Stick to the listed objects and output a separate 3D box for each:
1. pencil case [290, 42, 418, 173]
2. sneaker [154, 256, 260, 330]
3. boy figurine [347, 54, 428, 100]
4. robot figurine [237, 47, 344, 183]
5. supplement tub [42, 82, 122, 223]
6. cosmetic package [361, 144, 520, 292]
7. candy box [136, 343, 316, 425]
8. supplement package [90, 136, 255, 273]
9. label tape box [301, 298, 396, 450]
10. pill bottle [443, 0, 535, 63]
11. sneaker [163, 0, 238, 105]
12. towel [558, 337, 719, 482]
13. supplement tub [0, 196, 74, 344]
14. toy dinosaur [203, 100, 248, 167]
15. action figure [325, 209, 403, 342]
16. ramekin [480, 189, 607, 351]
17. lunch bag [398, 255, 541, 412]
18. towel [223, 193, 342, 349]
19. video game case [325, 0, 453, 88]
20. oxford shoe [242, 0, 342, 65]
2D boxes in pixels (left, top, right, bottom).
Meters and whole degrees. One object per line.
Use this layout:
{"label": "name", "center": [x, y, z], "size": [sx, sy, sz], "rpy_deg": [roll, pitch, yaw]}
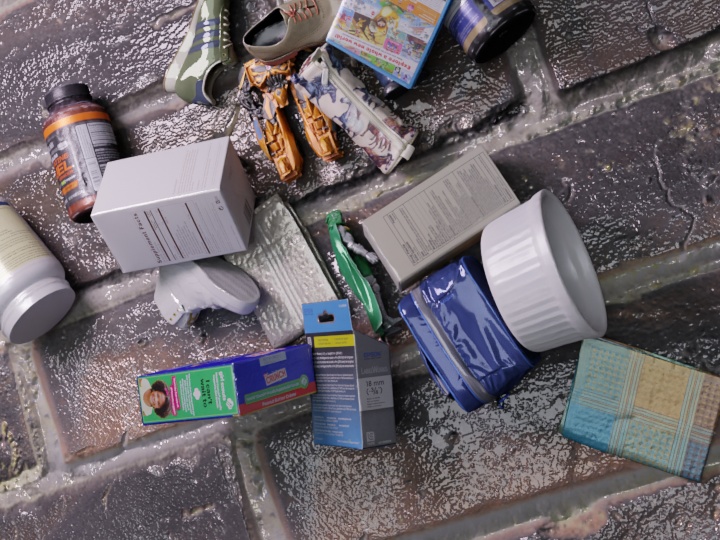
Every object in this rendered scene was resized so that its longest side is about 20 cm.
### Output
{"label": "pencil case", "center": [-0.005, -0.227, 1.516], "size": [0.200, 0.089, 0.078], "rpy_deg": [43, 93, -4]}
{"label": "sneaker", "center": [-0.231, 0.043, 1.603], "size": [0.199, 0.073, 0.117], "rpy_deg": [31, 117, 33]}
{"label": "boy figurine", "center": [0.026, -0.351, 1.543], "size": [0.123, 0.064, 0.202], "rpy_deg": [-29, 83, 21]}
{"label": "robot figurine", "center": [-0.105, -0.242, 1.585], "size": [0.143, 0.058, 0.203], "rpy_deg": [-24, 82, 13]}
{"label": "supplement tub", "center": [-0.425, -0.182, 1.664], "size": [0.105, 0.107, 0.203], "rpy_deg": [-21, 82, 16]}
{"label": "cosmetic package", "center": [0.110, -0.070, 1.476], "size": [0.198, 0.071, 0.106], "rpy_deg": [-31, 78, -4]}
{"label": "candy box", "center": [-0.188, 0.162, 1.522], "size": [0.198, 0.168, 0.079], "rpy_deg": [-13, 87, 37]}
{"label": "supplement package", "center": [-0.267, -0.094, 1.558], "size": [0.196, 0.121, 0.123], "rpy_deg": [-10, 43, 12]}
{"label": "label tape box", "center": [-0.017, 0.142, 1.509], "size": [0.143, 0.062, 0.204], "rpy_deg": [-8, 86, 59]}
{"label": "pill bottle", "center": [0.141, -0.395, 1.480], "size": [0.111, 0.112, 0.201], "rpy_deg": [-38, 79, 14]}
{"label": "sneaker", "center": [-0.217, -0.342, 1.624], "size": [0.089, 0.067, 0.203], "rpy_deg": [27, 98, 8]}
{"label": "towel", "center": [0.377, 0.183, 1.445], "size": [0.197, 0.022, 0.149], "rpy_deg": [17, 95, 15]}
{"label": "supplement tub", "center": [-0.553, -0.001, 1.681], "size": [0.145, 0.145, 0.200], "rpy_deg": [-46, 77, 12]}
{"label": "toy dinosaur", "center": [-0.223, -0.164, 1.616], "size": [0.199, 0.048, 0.088], "rpy_deg": [-33, 112, 30]}
{"label": "action figure", "center": [0.000, 0.000, 1.537], "size": [0.054, 0.118, 0.202], "rpy_deg": [-25, 72, -8]}
{"label": "ramekin", "center": [0.236, 0.007, 1.404], "size": [0.097, 0.200, 0.204], "rpy_deg": [-24, 82, 23]}
{"label": "lunch bag", "center": [0.145, 0.096, 1.460], "size": [0.131, 0.136, 0.202], "rpy_deg": [-35, 81, 14]}
{"label": "towel", "center": [-0.121, 0.001, 1.601], "size": [0.131, 0.034, 0.202], "rpy_deg": [-31, 81, 16]}
{"label": "video game case", "center": [0.051, -0.368, 1.450], "size": [0.142, 0.018, 0.202], "rpy_deg": [31, 112, 12]}
{"label": "oxford shoe", "center": [-0.075, -0.352, 1.509], "size": [0.198, 0.075, 0.071], "rpy_deg": [-31, 79, 16]}
